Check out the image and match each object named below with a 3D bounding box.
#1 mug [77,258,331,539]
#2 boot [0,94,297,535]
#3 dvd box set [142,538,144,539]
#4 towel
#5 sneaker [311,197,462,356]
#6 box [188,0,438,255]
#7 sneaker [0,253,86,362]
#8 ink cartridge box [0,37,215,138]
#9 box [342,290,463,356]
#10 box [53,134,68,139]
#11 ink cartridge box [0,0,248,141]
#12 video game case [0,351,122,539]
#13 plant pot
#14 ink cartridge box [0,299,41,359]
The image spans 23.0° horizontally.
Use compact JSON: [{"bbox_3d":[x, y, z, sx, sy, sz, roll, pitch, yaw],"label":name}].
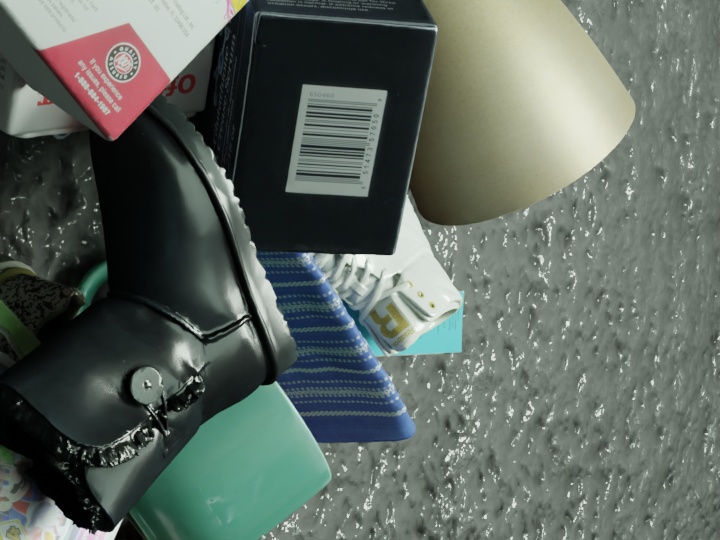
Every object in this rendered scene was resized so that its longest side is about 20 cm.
[{"bbox_3d":[-0.118,0.097,1.114,0.114,0.185,0.152,-38,140,-13],"label":"mug"},{"bbox_3d":[-0.134,0.021,0.954,0.168,0.076,0.201,-40,116,-34],"label":"boot"},{"bbox_3d":[-0.119,0.244,1.160,0.200,0.029,0.147,-60,140,-61],"label":"dvd box set"},{"bbox_3d":[-0.061,0.052,1.176,0.200,0.144,0.024,59,40,-38],"label":"towel"},{"bbox_3d":[0.000,0.000,1.184,0.200,0.074,0.116,-1,55,-56],"label":"sneaker"},{"bbox_3d":[-0.037,-0.123,1.065,0.107,0.200,0.149,2,120,-14],"label":"box"},{"bbox_3d":[-0.193,0.092,1.046,0.077,0.088,0.201,-17,108,-52],"label":"sneaker"},{"bbox_3d":[-0.149,-0.186,0.984,0.145,0.084,0.201,-13,123,-44],"label":"ink cartridge box"},{"bbox_3d":[-0.011,0.036,1.296,0.200,0.082,0.049,1,93,-54],"label":"box"},{"bbox_3d":[-0.154,-0.179,1.115,0.200,0.032,0.121,-43,127,-43],"label":"box"},{"bbox_3d":[-0.113,-0.189,0.884,0.200,0.086,0.148,-49,139,-13],"label":"ink cartridge box"},{"bbox_3d":[-0.215,0.111,0.943,0.200,0.018,0.144,39,59,-30],"label":"video game case"},{"bbox_3d":[0.081,-0.168,1.339,0.187,0.187,0.200,-50,120,-38],"label":"plant pot"},{"bbox_3d":[-0.257,0.099,0.961,0.104,0.059,0.200,50,54,-23],"label":"ink cartridge box"}]
